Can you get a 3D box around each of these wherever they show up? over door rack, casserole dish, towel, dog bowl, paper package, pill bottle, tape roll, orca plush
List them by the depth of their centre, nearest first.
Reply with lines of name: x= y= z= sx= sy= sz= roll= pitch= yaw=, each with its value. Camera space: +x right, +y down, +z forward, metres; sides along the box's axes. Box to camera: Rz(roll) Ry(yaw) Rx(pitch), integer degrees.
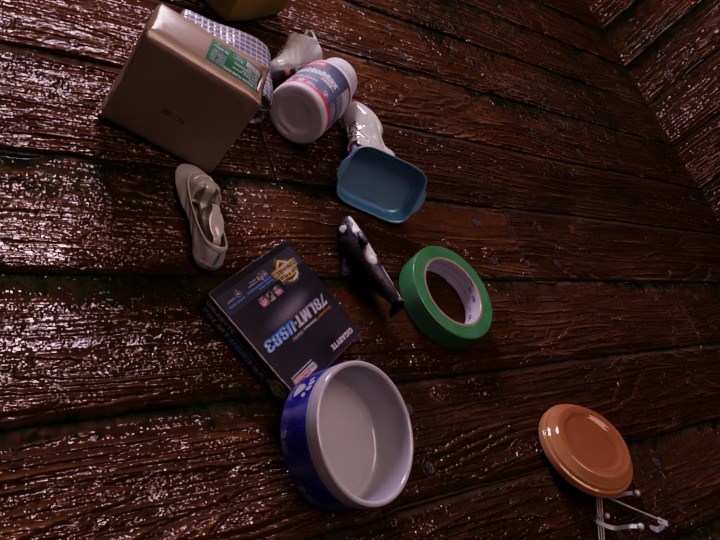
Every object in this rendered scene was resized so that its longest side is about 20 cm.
dog bowl: x=-0.016 y=0.234 z=1.020 sx=0.199 sy=0.078 sz=0.202 roll=26 pitch=53 yaw=-41
paper package: x=-0.275 y=-0.282 z=1.135 sx=0.199 sy=0.190 sz=0.104 roll=28 pitch=44 yaw=-25
orca plush: x=0.000 y=0.000 z=1.284 sx=0.201 sy=0.071 sz=0.105 roll=60 pitch=-4 yaw=6
towel: x=-0.254 y=-0.374 z=1.307 sx=0.199 sy=0.086 sz=0.167 roll=18 pitch=48 yaw=-32
over door rack: x=0.519 y=0.497 z=1.344 sx=0.199 sy=0.067 sz=0.148 roll=34 pitch=43 yaw=-18
tape roll: x=0.165 y=0.050 z=1.385 sx=0.199 sy=0.048 sz=0.202 roll=24 pitch=46 yaw=-27
casserole dish: x=0.037 y=-0.170 z=1.400 sx=0.199 sy=0.122 sz=0.039 roll=21 pitch=17 yaw=-28
pill bottle: x=-0.084 y=-0.341 z=1.410 sx=0.119 sy=0.120 sz=0.200 roll=42 pitch=40 yaw=-7

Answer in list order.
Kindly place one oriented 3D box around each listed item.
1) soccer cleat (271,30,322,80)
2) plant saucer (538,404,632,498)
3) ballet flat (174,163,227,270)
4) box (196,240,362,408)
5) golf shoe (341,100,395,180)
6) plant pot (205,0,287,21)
soccer cleat: x=-0.141 y=-0.439 z=1.467 sx=0.200 sy=0.069 sz=0.078 roll=-45 pitch=121 yaw=-55
plant saucer: x=0.436 y=0.335 z=1.376 sx=0.198 sy=0.038 sz=0.201 roll=16 pitch=40 yaw=-14
ballet flat: x=-0.240 y=-0.097 z=1.121 sx=0.069 sy=0.069 sz=0.201 roll=6 pitch=56 yaw=-39
box: x=-0.118 y=0.076 z=1.111 sx=0.199 sy=0.050 sz=0.200 roll=49 pitch=41 yaw=1
golf shoe: x=0.005 y=-0.263 z=1.459 sx=0.091 sy=0.075 sz=0.201 roll=-6 pitch=63 yaw=-51
plant pot: x=-0.242 y=-0.623 z=1.443 sx=0.200 sy=0.200 sz=0.177 roll=45 pitch=51 yaw=-5
